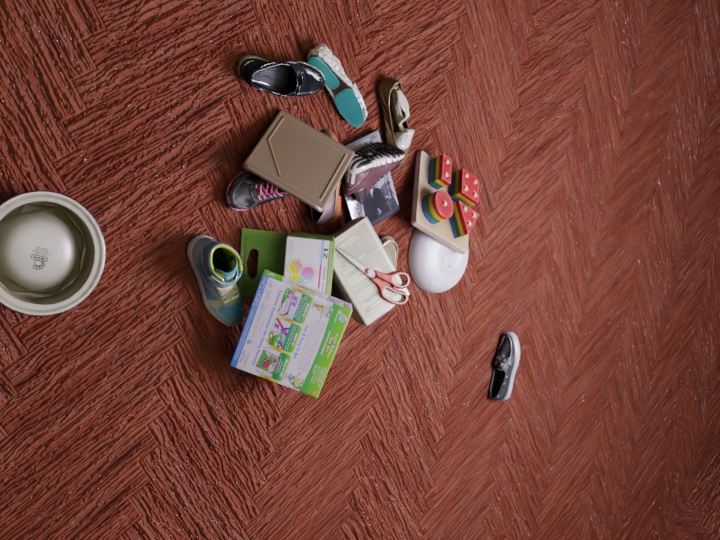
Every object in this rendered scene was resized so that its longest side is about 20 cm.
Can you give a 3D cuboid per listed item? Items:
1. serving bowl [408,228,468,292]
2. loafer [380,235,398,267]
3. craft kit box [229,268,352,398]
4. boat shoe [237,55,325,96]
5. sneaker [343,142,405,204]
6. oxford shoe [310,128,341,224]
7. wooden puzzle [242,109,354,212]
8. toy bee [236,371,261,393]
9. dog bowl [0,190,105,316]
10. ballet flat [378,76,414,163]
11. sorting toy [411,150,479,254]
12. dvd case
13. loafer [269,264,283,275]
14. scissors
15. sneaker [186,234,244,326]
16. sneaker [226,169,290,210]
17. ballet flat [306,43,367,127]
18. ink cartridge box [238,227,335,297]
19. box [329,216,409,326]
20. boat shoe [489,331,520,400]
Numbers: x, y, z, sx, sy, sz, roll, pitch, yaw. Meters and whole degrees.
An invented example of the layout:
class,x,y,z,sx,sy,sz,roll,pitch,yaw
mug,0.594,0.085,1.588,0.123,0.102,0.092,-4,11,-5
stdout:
class,x,y,z,sx,sy,sz,roll,pitch,yaw
serving bowl,0.215,-0.040,1.660,0.195,0.065,0.208,-7,102,-36
loafer,0.052,0.018,1.540,0.074,0.067,0.206,21,84,-37
craft kit box,-0.138,0.128,1.281,0.192,0.049,0.205,22,102,-6
boat shoe,-0.151,-0.390,1.307,0.194,0.066,0.076,6,121,-36
sneaker,0.022,-0.218,1.463,0.197,0.075,0.118,-24,138,-45
oxford shoe,-0.080,-0.203,1.391,0.072,0.069,0.208,-21,111,-59
wooden puzzle,-0.123,-0.223,1.304,0.181,0.038,0.203,29,51,-3
toy bee,-0.156,0.196,1.369,0.130,0.110,0.200,39,49,10
dog bowl,-0.537,-0.032,1.073,0.195,0.073,0.208,-7,102,-37
ballet flat,0.092,-0.353,1.512,0.067,0.071,0.207,-22,110,-33
sorting toy,0.223,-0.176,1.597,0.197,0.069,0.205,26,60,-36
dvd case,0.012,-0.206,1.502,0.148,0.024,0.206,-31,114,-30
loafer,-0.139,0.064,1.407,0.072,0.073,0.202,-31,107,13
scissors,0.022,0.013,1.370,0.195,0.014,0.075,21,87,-18
sneaker,-0.265,0.031,1.257,0.079,0.129,0.205,-36,117,-28
sneaker,-0.181,-0.174,1.315,0.196,0.094,0.082,-24,113,-31
ballet flat,-0.041,-0.413,1.407,0.072,0.071,0.201,-51,123,-19
ink cartridge box,-0.155,0.000,1.312,0.193,0.076,0.153,5,99,-6
box,0.000,0.000,1.428,0.126,0.109,0.204,-32,100,-13
boat shoe,0.418,0.282,1.865,0.055,0.068,0.208,2,98,-36
